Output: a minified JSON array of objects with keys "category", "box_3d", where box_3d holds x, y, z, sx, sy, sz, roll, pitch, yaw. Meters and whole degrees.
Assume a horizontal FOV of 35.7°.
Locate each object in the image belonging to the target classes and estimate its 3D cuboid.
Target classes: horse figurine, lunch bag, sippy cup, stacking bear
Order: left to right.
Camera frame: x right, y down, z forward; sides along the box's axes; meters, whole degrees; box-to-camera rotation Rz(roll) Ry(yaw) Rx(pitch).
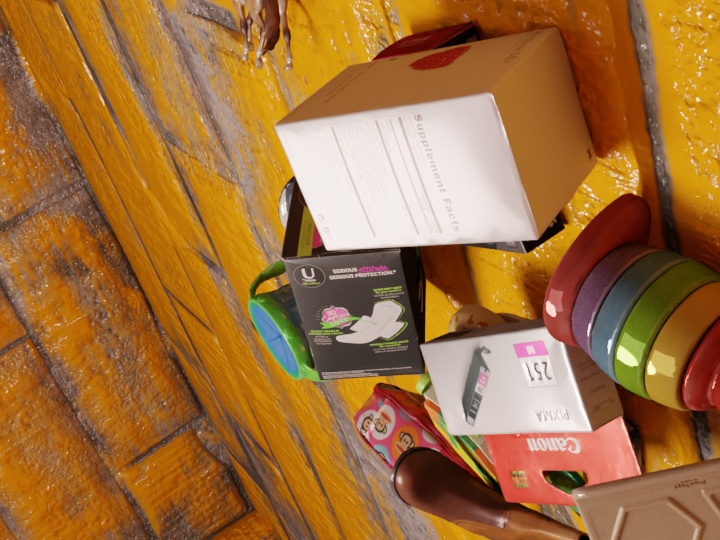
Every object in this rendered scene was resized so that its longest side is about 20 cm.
[{"category":"horse figurine","box_3d":[-0.116,-0.292,1.227,0.200,0.050,0.133,-137,39,-60]},{"category":"sippy cup","box_3d":[-0.070,0.065,1.584,0.178,0.130,0.140,60,161,-7]},{"category":"lunch bag","box_3d":[0.103,0.231,1.415,0.176,0.082,0.200,25,-169,-46]},{"category":"stacking bear","box_3d":[0.239,0.050,0.795,0.200,0.114,0.122,35,152,41]}]

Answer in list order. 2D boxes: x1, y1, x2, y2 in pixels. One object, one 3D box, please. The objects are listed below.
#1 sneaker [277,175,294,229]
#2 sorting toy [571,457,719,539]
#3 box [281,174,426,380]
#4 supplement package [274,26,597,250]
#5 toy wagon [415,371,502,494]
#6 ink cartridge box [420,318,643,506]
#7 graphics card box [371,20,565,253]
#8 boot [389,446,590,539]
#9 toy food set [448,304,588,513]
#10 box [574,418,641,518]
[{"category":"sneaker","box_3d":[-0.030,-0.040,1.428,0.086,0.078,0.200,14,142,48]},{"category":"sorting toy","box_3d":[0.287,0.224,0.896,0.036,0.185,0.200,-72,-39,-58]},{"category":"box","box_3d":[0.000,0.000,1.211,0.200,0.124,0.149,77,-168,-46]},{"category":"supplement package","box_3d":[0.059,-0.098,0.868,0.200,0.121,0.120,-2,120,38]},{"category":"toy wagon","box_3d":[0.121,0.175,1.217,0.155,0.040,0.200,45,172,26]},{"category":"ink cartridge box","box_3d":[0.147,0.132,0.977,0.200,0.044,0.174,-15,94,58]},{"category":"graphics card box","box_3d":[0.093,-0.114,0.989,0.200,0.051,0.125,62,161,-17]},{"category":"boot","box_3d":[0.146,0.257,1.154,0.200,0.069,0.188,13,156,49]},{"category":"toy food set","box_3d":[0.166,0.126,1.049,0.198,0.049,0.200,25,139,56]},{"category":"box","box_3d":[0.206,0.168,1.163,0.200,0.048,0.159,42,157,42]}]
